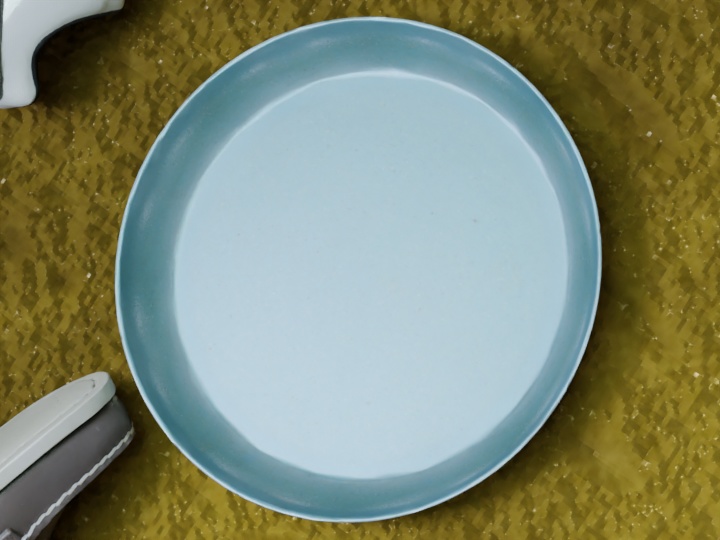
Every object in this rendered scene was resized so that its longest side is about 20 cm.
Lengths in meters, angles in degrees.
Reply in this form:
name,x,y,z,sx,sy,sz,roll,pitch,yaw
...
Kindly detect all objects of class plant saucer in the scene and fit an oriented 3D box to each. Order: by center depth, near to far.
name,x,y,z,sx,sy,sz,roll,pitch,yaw
plant saucer,0.000,0.000,1.070,0.200,0.027,0.200,-3,81,17

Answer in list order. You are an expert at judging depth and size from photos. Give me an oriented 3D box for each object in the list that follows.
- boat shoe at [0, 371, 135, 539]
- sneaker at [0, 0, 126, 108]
name,x,y,z,sx,sy,sz,roll,pitch,yaw
boat shoe,-0.163,0.122,1.082,0.200,0.072,0.060,-41,100,-3
sneaker,-0.114,-0.153,1.119,0.080,0.074,0.200,39,90,-9
